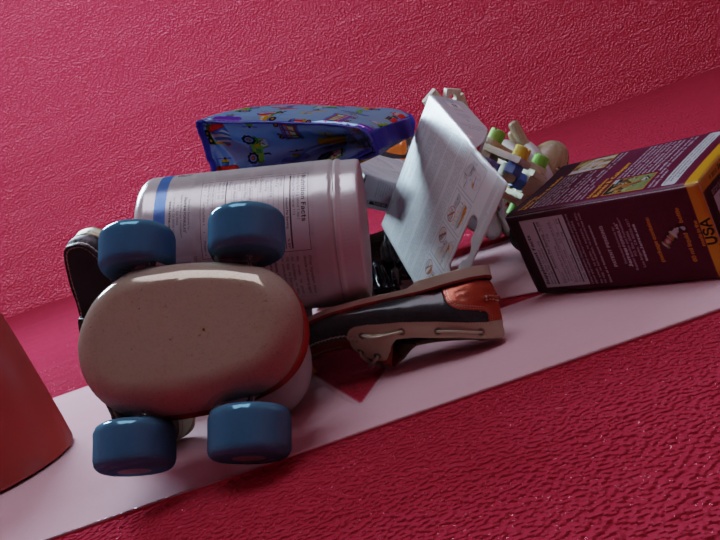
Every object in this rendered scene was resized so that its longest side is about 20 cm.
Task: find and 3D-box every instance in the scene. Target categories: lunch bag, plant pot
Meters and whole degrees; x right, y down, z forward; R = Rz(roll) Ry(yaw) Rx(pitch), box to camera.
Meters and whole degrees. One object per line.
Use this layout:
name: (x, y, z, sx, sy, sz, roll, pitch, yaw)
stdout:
lunch bag: (-0.040, -0.132, 0.935, 0.197, 0.096, 0.150, -8, 11, 21)
plant pot: (-0.411, 0.127, 0.918, 0.197, 0.180, 0.201, -19, 8, 3)

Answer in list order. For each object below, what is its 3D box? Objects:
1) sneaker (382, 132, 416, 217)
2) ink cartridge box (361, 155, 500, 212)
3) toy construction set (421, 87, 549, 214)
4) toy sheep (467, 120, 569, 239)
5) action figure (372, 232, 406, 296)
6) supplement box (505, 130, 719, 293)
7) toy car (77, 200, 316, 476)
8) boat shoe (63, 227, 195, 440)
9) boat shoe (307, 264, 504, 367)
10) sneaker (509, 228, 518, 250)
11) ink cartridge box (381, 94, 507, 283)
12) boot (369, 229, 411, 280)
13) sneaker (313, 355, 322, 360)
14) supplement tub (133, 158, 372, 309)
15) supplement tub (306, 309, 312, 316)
sneaker: (0.054, -0.102, 1.292, 0.111, 0.202, 0.078, 23, -11, 25)
ink cartridge box: (0.040, -0.107, 1.130, 0.197, 0.041, 0.199, 10, 17, -30)
toy construction set: (0.136, -0.125, 1.036, 0.093, 0.130, 0.201, -55, 37, 17)
toy sheep: (0.189, -0.111, 1.227, 0.198, 0.139, 0.138, -29, 8, 6)
action figure: (0.000, 0.000, 1.050, 0.117, 0.104, 0.200, -5, 8, -3)
supplement box: (0.244, -0.049, 0.814, 0.110, 0.087, 0.199, -38, 18, -35)
toy car: (-0.111, 0.074, 0.748, 0.174, 0.187, 0.200, -8, -21, 10)
boat shoe: (-0.202, 0.065, 0.776, 0.071, 0.203, 0.065, -7, 20, 31)
boat shoe: (0.027, 0.052, 0.799, 0.197, 0.064, 0.071, -17, -9, 18)
sneaker: (0.209, -0.042, 1.022, 0.087, 0.076, 0.200, -36, 3, 15)
ink cartridge box: (0.092, -0.062, 0.924, 0.047, 0.162, 0.201, 8, 30, -25)
boot: (0.024, -0.048, 1.216, 0.197, 0.064, 0.189, -19, 50, 25)
sneaker: (-0.125, 0.092, 0.889, 0.197, 0.061, 0.104, -19, 3, -18)
supplement tub: (-0.092, -0.027, 0.829, 0.196, 0.134, 0.132, -5, 9, 3)
supplement tub: (-0.167, 0.040, 1.020, 0.198, 0.147, 0.145, -22, 9, -19)
